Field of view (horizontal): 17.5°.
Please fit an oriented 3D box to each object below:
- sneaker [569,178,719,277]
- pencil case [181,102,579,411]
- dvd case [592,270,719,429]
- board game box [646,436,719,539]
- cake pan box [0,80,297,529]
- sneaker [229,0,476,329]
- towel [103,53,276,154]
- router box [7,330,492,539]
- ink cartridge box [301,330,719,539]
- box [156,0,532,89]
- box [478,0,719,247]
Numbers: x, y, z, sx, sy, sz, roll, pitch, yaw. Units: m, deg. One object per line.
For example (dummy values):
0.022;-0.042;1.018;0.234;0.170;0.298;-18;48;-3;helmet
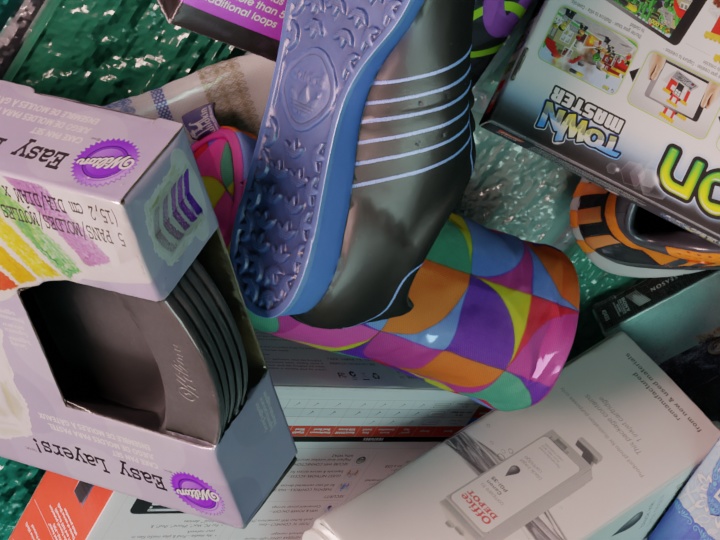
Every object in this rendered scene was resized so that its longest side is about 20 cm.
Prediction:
0.201;-0.029;1.051;0.199;0.112;0.078;-10;92;-12;sneaker
0.000;0.000;1.013;0.200;0.089;0.088;21;122;-30;pencil case
0.231;0.019;1.181;0.200;0.022;0.146;-29;135;6;dvd case
0.253;0.058;1.127;0.200;0.043;0.199;-11;140;-47;board game box
-0.129;0.008;0.936;0.199;0.052;0.185;14;141;28;cake pan box
0.013;-0.072;0.912;0.078;0.070;0.201;5;112;-43;sneaker
-0.074;-0.026;1.032;0.199;0.024;0.147;-22;133;-2;towel
-0.050;0.100;1.110;0.199;0.049;0.180;4;131;-39;router box
0.064;0.138;1.124;0.200;0.083;0.147;-29;154;-30;ink cartridge box
0.027;-0.162;0.921;0.143;0.036;0.200;17;118;-32;box
0.162;-0.065;0.972;0.200;0.035;0.110;27;89;-4;box
